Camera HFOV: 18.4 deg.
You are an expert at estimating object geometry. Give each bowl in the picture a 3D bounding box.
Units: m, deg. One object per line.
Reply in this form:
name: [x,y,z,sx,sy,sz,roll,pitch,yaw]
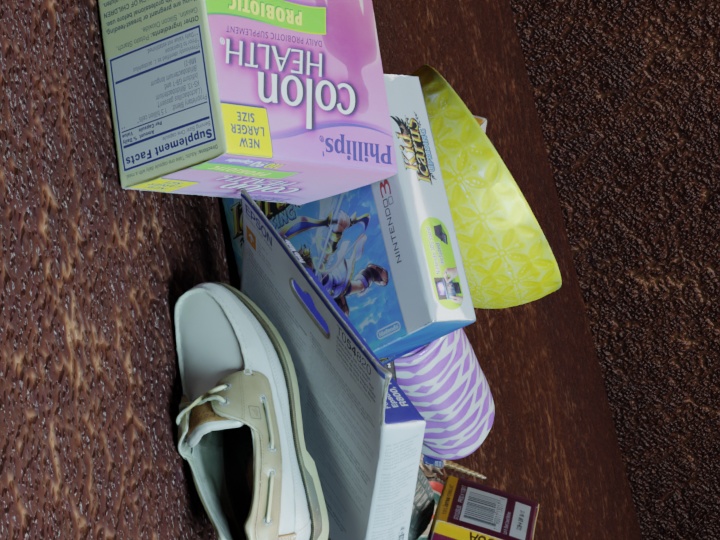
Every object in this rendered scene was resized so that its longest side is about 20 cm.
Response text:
bowl: [0.056,-0.043,1.677,0.200,0.108,0.200,58,-3,5]

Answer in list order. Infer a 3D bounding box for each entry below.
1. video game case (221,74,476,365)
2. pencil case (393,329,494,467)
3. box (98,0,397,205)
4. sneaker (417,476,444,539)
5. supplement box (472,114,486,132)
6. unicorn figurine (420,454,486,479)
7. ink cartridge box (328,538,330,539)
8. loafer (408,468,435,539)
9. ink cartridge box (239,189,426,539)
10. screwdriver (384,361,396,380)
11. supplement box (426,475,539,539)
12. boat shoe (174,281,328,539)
video game case: [-0.015,-0.019,1.584,0.045,0.200,0.182,0,71,-40]
pencil case: [0.051,0.080,1.793,0.084,0.085,0.200,-60,153,-21]
box: [-0.078,-0.155,1.480,0.176,0.096,0.201,4,75,-51]
sneaker: [0.054,0.254,2.052,0.200,0.070,0.094,60,40,-64]
supplement box: [0.042,-0.028,1.884,0.126,0.073,0.201,-44,146,-58]
unicorn figurine: [0.030,0.112,2.036,0.200,0.074,0.138,29,50,-54]
ink cartridge box: [0.009,0.271,1.677,0.200,0.039,0.099,62,32,-15]
loafer: [-0.012,0.144,1.820,0.075,0.070,0.200,-51,124,-38]
ink cartridge box: [-0.023,0.072,1.482,0.200,0.040,0.200,52,-30,37]
screwdriver: [0.000,0.000,1.700,0.028,0.029,0.201,144,-61,-69]
supplement box: [0.081,0.291,1.870,0.110,0.085,0.201,-60,166,-73]
boat shoe: [-0.082,0.098,1.454,0.068,0.075,0.201,1,61,-53]
